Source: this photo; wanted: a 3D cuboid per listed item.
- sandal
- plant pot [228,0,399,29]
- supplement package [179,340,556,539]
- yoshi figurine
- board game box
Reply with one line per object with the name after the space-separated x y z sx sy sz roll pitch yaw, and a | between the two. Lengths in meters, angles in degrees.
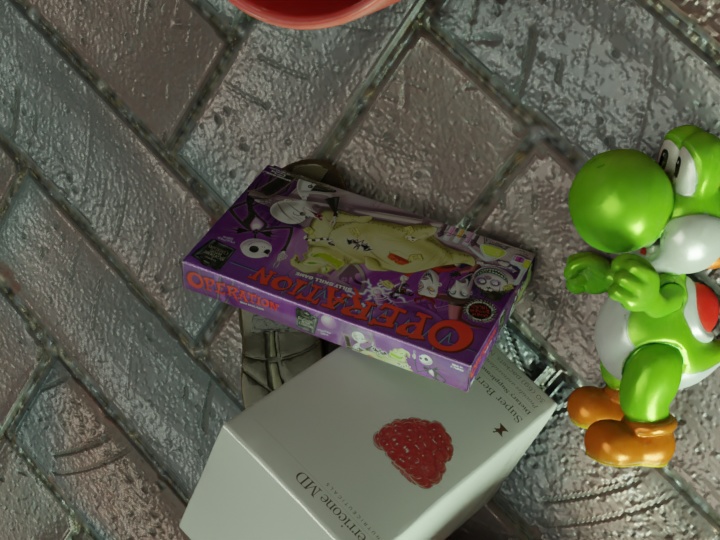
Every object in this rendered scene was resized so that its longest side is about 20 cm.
-0.045 0.022 0.954 0.081 0.055 0.201 0 89 10 | sandal
0.012 -0.247 0.781 0.200 0.177 0.201 8 106 31 | plant pot
0.006 0.124 0.847 0.121 0.200 0.120 43 136 16 | supplement package
0.157 0.010 0.796 0.112 0.112 0.201 20 109 35 | yoshi figurine
0.000 0.000 0.863 0.200 0.120 0.032 19 137 16 | board game box
